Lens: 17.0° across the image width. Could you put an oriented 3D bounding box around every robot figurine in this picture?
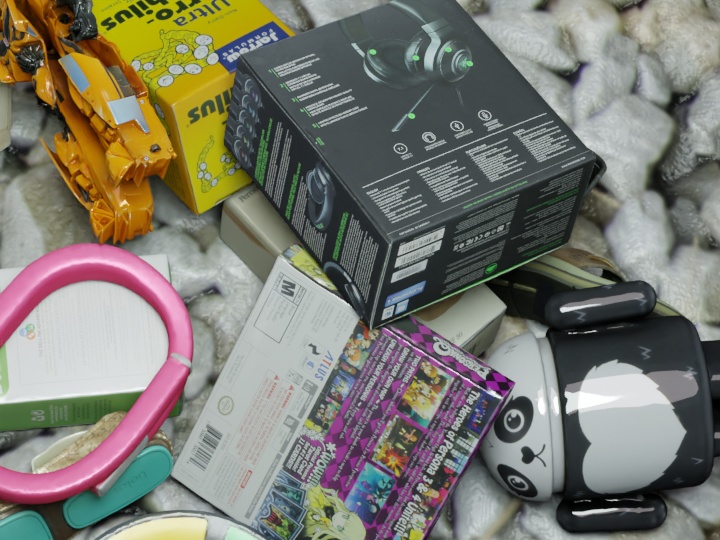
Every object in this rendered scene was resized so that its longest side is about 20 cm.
[{"bbox_3d":[-0.199,-0.125,1.690,0.058,0.145,0.200,-22,66,-28],"label":"robot figurine"},{"bbox_3d":[0.179,0.098,1.696,0.199,0.125,0.151,-6,69,-1],"label":"robot figurine"}]

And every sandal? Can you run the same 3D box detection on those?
[{"bbox_3d":[0.155,0.010,1.768,0.200,0.080,0.057,25,52,5],"label":"sandal"}]

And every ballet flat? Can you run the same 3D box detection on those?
[{"bbox_3d":[-0.224,0.162,1.673,0.199,0.071,0.065,-29,45,-20],"label":"ballet flat"}]

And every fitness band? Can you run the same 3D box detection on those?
[{"bbox_3d":[-0.201,0.071,1.654,0.143,0.037,0.200,33,66,9],"label":"fitness band"}]

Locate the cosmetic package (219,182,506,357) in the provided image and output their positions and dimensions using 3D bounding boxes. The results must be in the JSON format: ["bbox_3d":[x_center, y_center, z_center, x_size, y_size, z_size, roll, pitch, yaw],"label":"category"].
[{"bbox_3d":[0.000,0.000,1.754,0.105,0.071,0.200,-41,76,-21],"label":"cosmetic package"}]

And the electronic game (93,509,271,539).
[{"bbox_3d":[-0.121,0.260,1.640,0.199,0.042,0.201,2,68,-5],"label":"electronic game"}]

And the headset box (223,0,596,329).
[{"bbox_3d":[0.026,-0.085,1.630,0.174,0.093,0.200,-23,58,-28],"label":"headset box"}]

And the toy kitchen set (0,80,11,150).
[{"bbox_3d":[-0.384,-0.081,1.752,0.199,0.164,0.180,14,26,20],"label":"toy kitchen set"}]

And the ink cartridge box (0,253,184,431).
[{"bbox_3d":[-0.229,0.054,1.712,0.199,0.059,0.104,-5,67,-8],"label":"ink cartridge box"}]

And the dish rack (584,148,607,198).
[{"bbox_3d":[0.071,-0.088,1.770,0.199,0.055,0.153,31,24,7],"label":"dish rack"}]

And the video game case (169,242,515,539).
[{"bbox_3d":[-0.016,0.109,1.649,0.181,0.201,0.036,32,28,9],"label":"video game case"}]

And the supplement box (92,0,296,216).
[{"bbox_3d":[-0.132,-0.153,1.749,0.109,0.110,0.200,-31,49,-18],"label":"supplement box"}]
